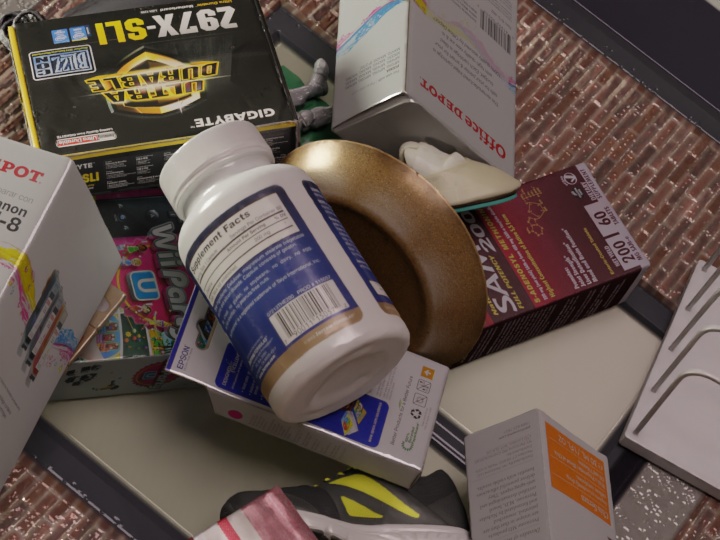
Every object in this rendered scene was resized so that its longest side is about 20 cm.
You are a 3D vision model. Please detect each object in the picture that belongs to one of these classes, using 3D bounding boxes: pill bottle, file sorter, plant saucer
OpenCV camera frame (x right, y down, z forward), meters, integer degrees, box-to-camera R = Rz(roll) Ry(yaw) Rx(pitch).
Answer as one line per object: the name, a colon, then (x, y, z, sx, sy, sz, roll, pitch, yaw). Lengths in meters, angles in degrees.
pill bottle: (-0.060, -0.003, 1.631, 0.110, 0.111, 0.201, -20, 66, -30)
file sorter: (0.318, 0.068, 1.834, 0.138, 0.125, 0.201, 29, 52, 0)
plant saucer: (0.000, 0.000, 1.711, 0.200, 0.201, 0.035, 39, 47, 8)

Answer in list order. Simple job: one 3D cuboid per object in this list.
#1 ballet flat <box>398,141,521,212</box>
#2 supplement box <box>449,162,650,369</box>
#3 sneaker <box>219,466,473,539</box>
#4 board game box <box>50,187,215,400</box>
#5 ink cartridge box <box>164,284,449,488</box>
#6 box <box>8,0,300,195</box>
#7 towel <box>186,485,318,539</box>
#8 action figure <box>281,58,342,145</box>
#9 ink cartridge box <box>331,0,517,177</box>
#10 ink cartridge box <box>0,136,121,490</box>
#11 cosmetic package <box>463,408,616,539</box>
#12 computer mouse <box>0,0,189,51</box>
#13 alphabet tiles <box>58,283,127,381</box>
ballet flat: (0.023, -0.066, 1.798, 0.199, 0.070, 0.070, -13, 59, 6)
supplement box: (0.119, -0.003, 1.847, 0.199, 0.061, 0.109, -20, 67, -28)
sneaker: (-0.011, 0.178, 1.680, 0.199, 0.075, 0.085, 11, 48, -24)
board game box: (-0.179, 0.016, 1.724, 0.199, 0.064, 0.148, -5, 60, -24)
ink cartridge box: (-0.039, 0.078, 1.675, 0.199, 0.037, 0.095, 23, 53, -7)
box: (-0.159, -0.134, 1.764, 0.198, 0.050, 0.160, -9, 45, -10)
towel: (-0.093, 0.248, 1.542, 0.199, 0.023, 0.144, -28, 72, -28)
action figure: (-0.082, -0.112, 1.828, 0.118, 0.055, 0.200, 32, 40, 27)
ink cartridge box: (0.054, -0.169, 1.882, 0.146, 0.082, 0.201, 37, 44, -38)
ink cartridge box: (-0.278, 0.019, 1.569, 0.144, 0.145, 0.201, 17, 65, 17)
cosmetic package: (0.135, 0.214, 1.675, 0.101, 0.071, 0.201, 35, 42, -44)
computer mouse: (-0.178, -0.185, 1.864, 0.199, 0.053, 0.139, -20, 66, -30)
alphabet tiles: (-0.289, 0.052, 1.640, 0.167, 0.008, 0.200, 31, 70, 20)
